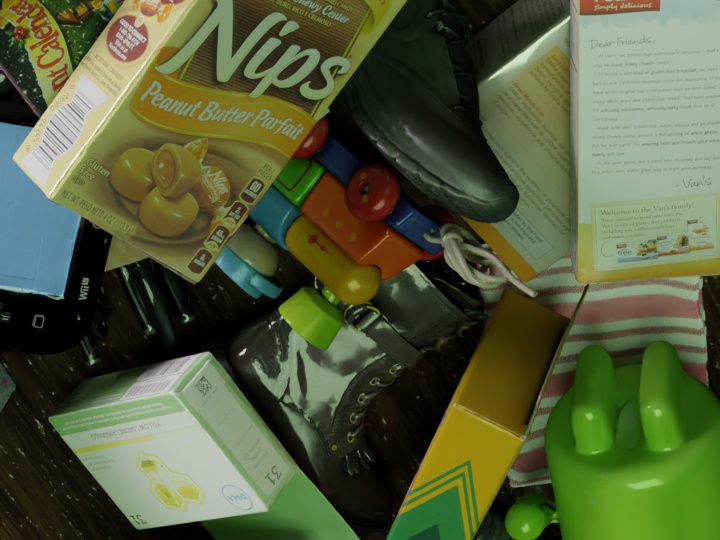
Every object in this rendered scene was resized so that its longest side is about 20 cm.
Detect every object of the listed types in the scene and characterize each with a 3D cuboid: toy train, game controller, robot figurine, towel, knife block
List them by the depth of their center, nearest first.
[{"bbox_3d":[-0.194,-0.038,1.095,0.104,0.042,0.200,13,120,-8],"label":"game controller"},{"bbox_3d":[0.000,0.000,1.096,0.116,0.200,0.085,-51,143,6],"label":"toy train"},{"bbox_3d":[-0.157,-0.042,1.154,0.175,0.064,0.200,23,117,-15],"label":"knife block"},{"bbox_3d":[0.183,0.142,1.210,0.175,0.116,0.200,-5,126,13],"label":"robot figurine"},{"bbox_3d":[0.157,0.058,1.238,0.146,0.030,0.200,-8,121,5],"label":"towel"}]

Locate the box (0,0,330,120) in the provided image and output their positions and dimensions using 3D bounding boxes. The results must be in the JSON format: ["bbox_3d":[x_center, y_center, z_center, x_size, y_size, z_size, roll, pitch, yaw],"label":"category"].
[{"bbox_3d":[-0.117,-0.119,1.027,0.137,0.038,0.200,-40,133,-7],"label":"box"}]

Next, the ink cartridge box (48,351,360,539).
[{"bbox_3d":[-0.093,0.147,1.227,0.145,0.048,0.200,-15,118,47],"label":"ink cartridge box"}]

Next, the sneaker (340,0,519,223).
[{"bbox_3d":[0.031,-0.111,1.057,0.091,0.200,0.076,-42,154,7],"label":"sneaker"}]

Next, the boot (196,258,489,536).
[{"bbox_3d":[0.010,0.068,1.220,0.174,0.069,0.200,-34,115,17],"label":"boot"}]

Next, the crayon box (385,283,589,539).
[{"bbox_3d":[0.075,0.102,1.186,0.051,0.127,0.200,26,128,4],"label":"crayon box"}]

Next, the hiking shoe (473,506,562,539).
[{"bbox_3d":[0.077,0.261,1.321,0.101,0.076,0.200,21,108,-18],"label":"hiking shoe"}]

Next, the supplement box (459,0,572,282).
[{"bbox_3d":[0.134,-0.104,1.116,0.200,0.074,0.126,-36,114,19],"label":"supplement box"}]

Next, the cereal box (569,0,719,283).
[{"bbox_3d":[0.190,-0.090,1.059,0.144,0.040,0.200,-3,120,0],"label":"cereal box"}]

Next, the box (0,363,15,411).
[{"bbox_3d":[-0.327,0.042,1.158,0.132,0.115,0.200,-14,122,26],"label":"box"}]

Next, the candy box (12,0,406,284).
[{"bbox_3d":[-0.077,-0.104,0.999,0.115,0.055,0.200,32,98,-44],"label":"candy box"}]
